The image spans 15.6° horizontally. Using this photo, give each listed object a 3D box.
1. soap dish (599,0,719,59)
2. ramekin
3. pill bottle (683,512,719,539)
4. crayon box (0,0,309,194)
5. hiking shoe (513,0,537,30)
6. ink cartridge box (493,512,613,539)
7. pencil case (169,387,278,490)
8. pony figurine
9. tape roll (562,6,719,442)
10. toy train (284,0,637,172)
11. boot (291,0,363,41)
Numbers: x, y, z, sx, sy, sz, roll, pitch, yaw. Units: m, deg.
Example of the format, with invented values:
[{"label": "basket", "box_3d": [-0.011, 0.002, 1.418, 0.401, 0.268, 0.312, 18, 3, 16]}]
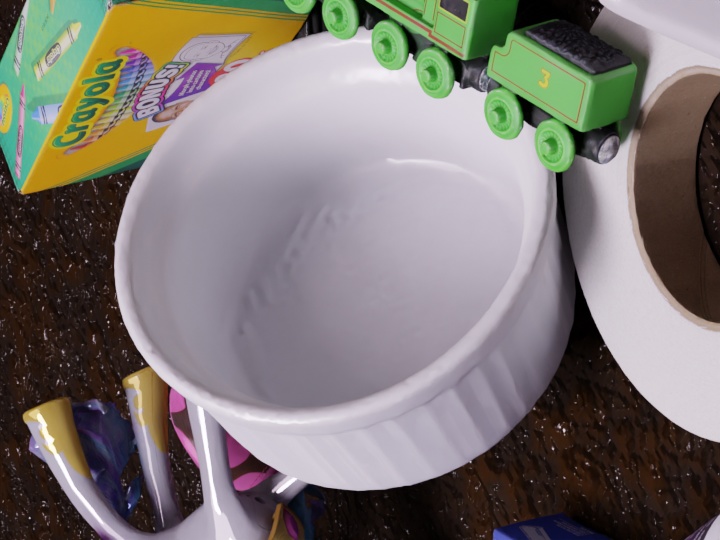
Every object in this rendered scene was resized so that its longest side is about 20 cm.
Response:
[{"label": "soap dish", "box_3d": [0.160, -0.141, 0.919, 0.200, 0.081, 0.158, 28, 145, 43]}, {"label": "ramekin", "box_3d": [0.000, 0.000, 1.169, 0.201, 0.200, 0.098, 55, 177, 36]}, {"label": "pill bottle", "box_3d": [0.155, 0.154, 1.028, 0.200, 0.112, 0.113, -49, 56, 52]}, {"label": "crayon box", "box_3d": [-0.100, -0.114, 1.268, 0.058, 0.118, 0.200, 68, 154, 16]}, {"label": "hiking shoe", "box_3d": [0.061, -0.145, 1.165, 0.200, 0.076, 0.101, -2, 107, 66]}, {"label": "ink cartridge box", "box_3d": [0.100, 0.221, 1.200, 0.094, 0.044, 0.201, 22, 116, 53]}, {"label": "pencil case", "box_3d": [-0.029, 0.042, 1.333, 0.094, 0.091, 0.200, 59, 146, 15]}, {"label": "pony figurine", "box_3d": [-0.088, 0.146, 1.281, 0.193, 0.166, 0.201, -25, 83, 25]}, {"label": "tape roll", "box_3d": [0.153, -0.032, 1.060, 0.203, 0.037, 0.204, 21, 114, 56]}, {"label": "toy train", "box_3d": [0.038, -0.106, 1.120, 0.200, 0.042, 0.057, 35, 130, 35]}, {"label": "boot", "box_3d": [-0.033, -0.195, 1.303, 0.131, 0.068, 0.201, 34, 124, 57]}]
